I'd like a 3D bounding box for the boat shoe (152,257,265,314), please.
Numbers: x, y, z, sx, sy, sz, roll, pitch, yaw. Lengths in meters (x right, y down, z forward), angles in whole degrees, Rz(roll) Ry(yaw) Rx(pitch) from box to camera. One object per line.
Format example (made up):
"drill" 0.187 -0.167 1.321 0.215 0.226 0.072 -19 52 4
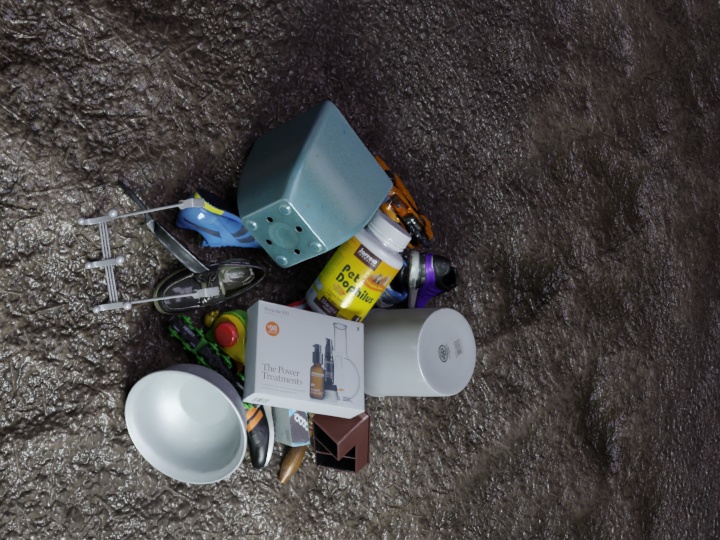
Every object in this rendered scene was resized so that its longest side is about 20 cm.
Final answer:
"boat shoe" -0.245 0.021 1.366 0.199 0.065 0.073 -18 98 -40

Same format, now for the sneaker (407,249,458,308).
"sneaker" 0.143 0.027 1.620 0.097 0.201 0.071 1 67 3

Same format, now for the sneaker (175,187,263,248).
"sneaker" -0.228 -0.070 1.404 0.079 0.066 0.199 -50 139 12

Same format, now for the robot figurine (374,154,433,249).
"robot figurine" 0.076 -0.127 1.639 0.201 0.058 0.146 51 18 -25

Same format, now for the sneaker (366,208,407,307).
"sneaker" 0.055 -0.031 1.617 0.076 0.084 0.204 -16 95 -40

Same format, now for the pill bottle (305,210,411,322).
"pill bottle" 0.000 0.000 1.433 0.108 0.109 0.201 29 102 -34

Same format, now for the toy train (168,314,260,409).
"toy train" -0.233 0.148 1.335 0.200 0.056 0.042 45 79 -2

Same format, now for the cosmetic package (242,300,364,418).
"cosmetic package" -0.087 0.144 1.324 0.197 0.052 0.153 14 60 -29

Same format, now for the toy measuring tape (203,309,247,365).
"toy measuring tape" -0.177 0.119 1.353 0.074 0.198 0.074 -49 159 -26

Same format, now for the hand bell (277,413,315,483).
"hand bell" -0.094 0.283 1.473 0.104 0.103 0.202 37 75 -31

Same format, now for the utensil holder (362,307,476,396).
"utensil holder" 0.094 0.154 1.558 0.168 0.198 0.174 5 83 -39

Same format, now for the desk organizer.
"desk organizer" -0.033 0.297 1.441 0.077 0.071 0.201 -39 153 -25

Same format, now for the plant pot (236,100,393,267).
"plant pot" -0.096 -0.122 1.397 0.197 0.194 0.202 50 43 -25

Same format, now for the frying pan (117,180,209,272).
"frying pan" -0.310 -0.059 1.297 0.031 0.115 0.190 -48 117 -5

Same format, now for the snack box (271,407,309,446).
"snack box" -0.131 0.190 1.413 0.036 0.116 0.204 -5 89 -26

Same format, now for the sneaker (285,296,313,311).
"sneaker" -0.077 0.116 1.499 0.113 0.071 0.200 56 6 28

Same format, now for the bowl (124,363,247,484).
"bowl" -0.255 0.222 1.283 0.204 0.198 0.091 64 22 -15

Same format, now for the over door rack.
"over door rack" -0.322 -0.022 1.231 0.067 0.196 0.151 -20 102 -80

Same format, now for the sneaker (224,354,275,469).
"sneaker" -0.196 0.233 1.396 0.088 0.070 0.204 1 84 -26
